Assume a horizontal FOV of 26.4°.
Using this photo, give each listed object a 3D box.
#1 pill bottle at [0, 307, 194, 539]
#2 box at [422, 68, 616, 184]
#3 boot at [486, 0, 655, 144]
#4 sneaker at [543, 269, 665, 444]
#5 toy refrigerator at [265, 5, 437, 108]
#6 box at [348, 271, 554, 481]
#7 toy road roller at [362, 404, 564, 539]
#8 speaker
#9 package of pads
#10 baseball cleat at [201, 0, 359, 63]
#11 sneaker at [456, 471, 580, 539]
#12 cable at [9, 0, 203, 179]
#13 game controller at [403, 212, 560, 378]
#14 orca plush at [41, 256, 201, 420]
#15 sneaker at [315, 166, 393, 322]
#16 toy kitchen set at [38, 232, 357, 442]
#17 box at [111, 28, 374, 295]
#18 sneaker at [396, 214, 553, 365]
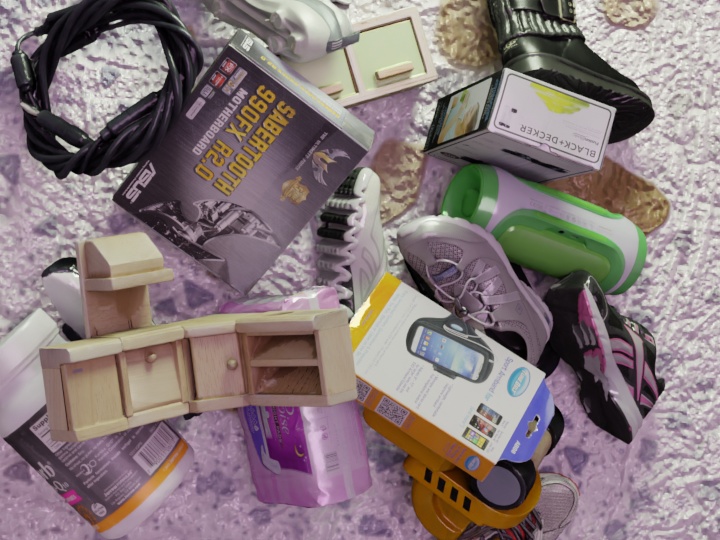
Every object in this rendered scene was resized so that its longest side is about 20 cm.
[{"bbox_3d":[-0.255,0.137,1.394,0.116,0.116,0.200,-45,99,-10],"label":"pill bottle"},{"bbox_3d":[0.146,-0.130,1.450,0.116,0.200,0.060,18,84,-12],"label":"box"},{"bbox_3d":[0.206,-0.226,1.530,0.211,0.079,0.158,22,49,-42],"label":"boot"},{"bbox_3d":[0.248,0.072,1.531,0.086,0.080,0.200,-42,129,-24],"label":"sneaker"},{"bbox_3d":[-0.034,-0.189,1.473,0.200,0.070,0.076,-17,94,-14],"label":"toy refrigerator"},{"bbox_3d":[0.075,0.100,1.385,0.200,0.042,0.119,34,51,2],"label":"box"},{"bbox_3d":[0.083,0.168,1.468,0.200,0.123,0.146,36,126,5],"label":"toy road roller"},{"bbox_3d":[0.180,-0.039,1.502,0.200,0.088,0.089,19,85,-26],"label":"speaker"},{"bbox_3d":[-0.060,0.117,1.434,0.076,0.120,0.201,-13,94,-35],"label":"package of pads"},{"bbox_3d":[-0.080,-0.254,1.437,0.106,0.070,0.200,-17,50,-38],"label":"baseball cleat"},{"bbox_3d":[0.138,0.274,1.508,0.200,0.082,0.078,-37,98,-12],"label":"sneaker"},{"bbox_3d":[-0.230,-0.169,1.382,0.200,0.051,0.164,-10,76,25],"label":"cable"},{"bbox_3d":[0.123,0.033,1.533,0.104,0.042,0.200,-32,98,-26],"label":"game controller"},{"bbox_3d":[-0.203,0.047,1.432,0.200,0.105,0.071,35,51,-9],"label":"orca plush"},{"bbox_3d":[0.000,0.000,1.484,0.081,0.075,0.201,4,99,-23],"label":"sneaker"},{"bbox_3d":[-0.143,0.046,1.298,0.200,0.180,0.164,-11,96,-46],"label":"toy kitchen set"},{"bbox_3d":[-0.109,-0.096,1.414,0.158,0.048,0.200,37,116,-11],"label":"box"},{"bbox_3d":[0.111,0.024,1.439,0.200,0.075,0.082,39,41,-25],"label":"sneaker"}]
